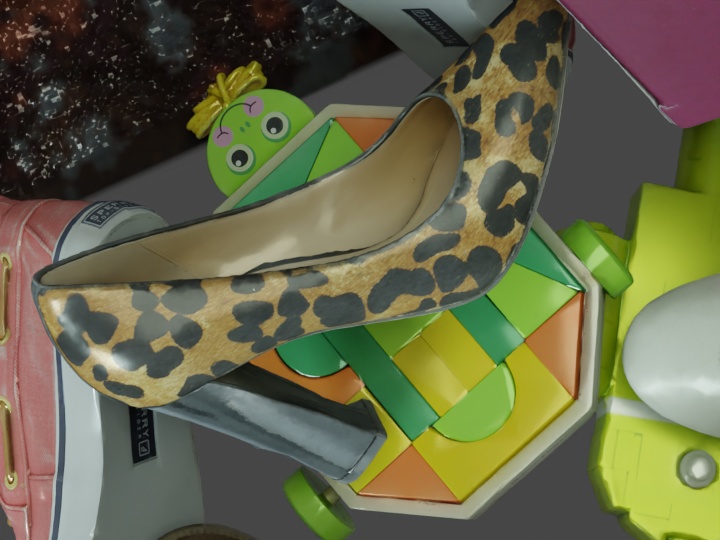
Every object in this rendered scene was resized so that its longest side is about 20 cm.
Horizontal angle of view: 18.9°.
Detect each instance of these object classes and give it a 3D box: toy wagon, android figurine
[{"bbox_3d":[0.000,0.000,0.833,0.155,0.040,0.200,-42,78,4],"label":"toy wagon"},{"bbox_3d":[0.158,0.038,0.853,0.181,0.041,0.201,12,78,-1],"label":"android figurine"}]

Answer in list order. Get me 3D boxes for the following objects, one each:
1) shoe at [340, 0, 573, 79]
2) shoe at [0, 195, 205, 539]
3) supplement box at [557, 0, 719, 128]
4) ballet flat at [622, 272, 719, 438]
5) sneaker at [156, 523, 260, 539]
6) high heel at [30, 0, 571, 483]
[{"bbox_3d":[0.030,-0.139,0.801,0.071,0.200,0.092,5,73,30],"label":"shoe"},{"bbox_3d":[-0.115,0.070,0.823,0.091,0.071,0.202,8,104,37],"label":"shoe"},{"bbox_3d":[0.118,-0.173,0.732,0.103,0.131,0.201,-19,49,35],"label":"supplement box"},{"bbox_3d":[0.199,0.037,0.800,0.198,0.069,0.070,10,80,-3],"label":"ballet flat"},{"bbox_3d":[-0.008,0.177,0.780,0.070,0.076,0.200,-39,98,0],"label":"sneaker"},{"bbox_3d":[-0.017,-0.031,0.747,0.142,0.071,0.201,25,100,-27],"label":"high heel"}]
